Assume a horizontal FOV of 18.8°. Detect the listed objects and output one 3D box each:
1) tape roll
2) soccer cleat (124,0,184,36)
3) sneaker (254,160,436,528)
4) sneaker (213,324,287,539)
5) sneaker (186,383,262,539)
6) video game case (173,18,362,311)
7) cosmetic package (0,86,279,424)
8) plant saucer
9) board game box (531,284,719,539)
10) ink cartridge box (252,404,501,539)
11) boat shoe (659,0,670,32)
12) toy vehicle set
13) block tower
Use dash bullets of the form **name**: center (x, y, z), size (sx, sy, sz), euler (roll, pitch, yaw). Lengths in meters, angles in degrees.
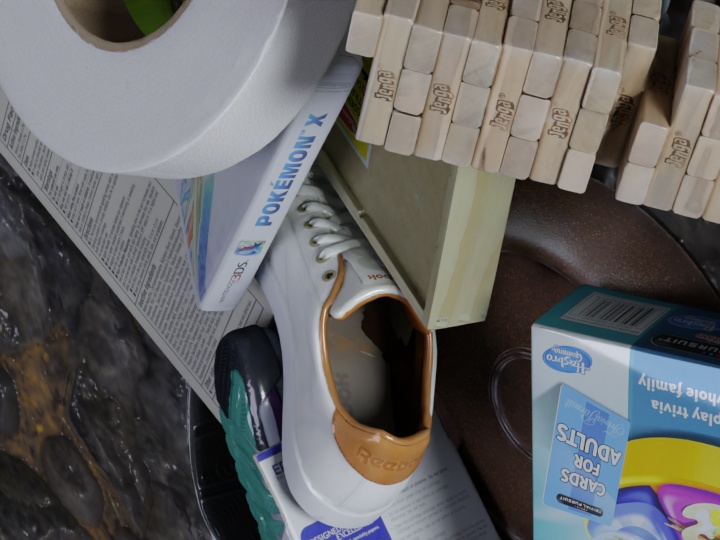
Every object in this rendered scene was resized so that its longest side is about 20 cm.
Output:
- **tape roll**: center (-0.077, -0.136, 0.829), size (0.202, 0.037, 0.205), euler (-3, 86, 45)
- **soccer cleat**: center (-0.105, -0.131, 0.957), size (0.084, 0.064, 0.201), euler (68, -179, -56)
- **sneaker**: center (0.000, 0.000, 0.913), size (0.085, 0.072, 0.201), euler (-50, 45, 52)
- **sneaker**: center (-0.007, 0.099, 0.995), size (0.074, 0.087, 0.201), euler (-130, 21, -54)
- **sneaker**: center (-0.061, 0.129, 1.101), size (0.115, 0.075, 0.202), euler (-14, 89, 65)
- **video game case**: center (-0.054, -0.114, 0.911), size (0.183, 0.022, 0.201), euler (121, 142, -54)
- **cosmetic package**: center (-0.087, -0.038, 1.033), size (0.200, 0.073, 0.104), euler (50, 142, 18)
- **plant saucer**: center (0.083, 0.054, 0.915), size (0.200, 0.032, 0.202), euler (28, 131, 37)
- **board game box**: center (0.141, 0.119, 0.828), size (0.150, 0.047, 0.202), euler (12, 116, 32)
- **ink cartridge box**: center (0.028, 0.155, 0.930), size (0.037, 0.094, 0.201), euler (-31, 83, 57)
- **boat shoe**: center (0.109, -0.155, 0.735), size (0.071, 0.070, 0.202), euler (29, 133, 10)
- **toy vehicle set**: center (0.005, -0.088, 0.874), size (0.200, 0.026, 0.125), euler (-122, 31, -41)
- **block tower**: center (0.094, -0.058, 0.729), size (0.198, 0.054, 0.058), euler (14, 131, 0)
